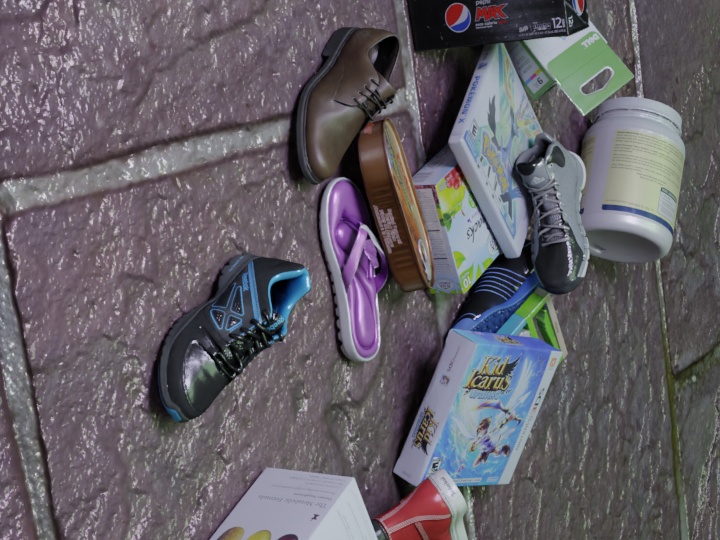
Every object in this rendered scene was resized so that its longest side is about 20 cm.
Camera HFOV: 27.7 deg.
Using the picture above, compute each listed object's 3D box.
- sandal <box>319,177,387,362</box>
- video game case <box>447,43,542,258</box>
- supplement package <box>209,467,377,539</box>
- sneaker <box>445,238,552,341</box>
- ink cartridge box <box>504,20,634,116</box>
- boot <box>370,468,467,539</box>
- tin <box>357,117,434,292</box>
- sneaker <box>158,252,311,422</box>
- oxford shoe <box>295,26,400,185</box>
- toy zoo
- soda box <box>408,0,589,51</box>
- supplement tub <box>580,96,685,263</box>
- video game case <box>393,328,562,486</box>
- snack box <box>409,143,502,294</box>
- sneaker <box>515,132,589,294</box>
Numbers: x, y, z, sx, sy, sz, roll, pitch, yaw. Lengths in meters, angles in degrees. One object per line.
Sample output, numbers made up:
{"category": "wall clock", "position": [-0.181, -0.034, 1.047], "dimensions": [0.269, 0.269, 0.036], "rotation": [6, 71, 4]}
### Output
{"category": "sandal", "position": [0.004, -0.002, 1.577], "dimensions": [0.082, 0.050, 0.204], "rotation": [-25, 110, -54]}
{"category": "video game case", "position": [0.173, -0.148, 1.761], "dimensions": [0.200, 0.022, 0.183], "rotation": [58, 41, -39]}
{"category": "supplement package", "position": [-0.081, 0.297, 1.391], "dimensions": [0.200, 0.113, 0.110], "rotation": [-51, 131, -44]}
{"category": "sneaker", "position": [0.166, 0.033, 1.807], "dimensions": [0.200, 0.078, 0.070], "rotation": [-36, 141, -26]}
{"category": "ink cartridge box", "position": [0.232, -0.281, 1.804], "dimensions": [0.104, 0.059, 0.200], "rotation": [-37, 86, -29]}
{"category": "boot", "position": [0.045, 0.303, 1.630], "dimensions": [0.144, 0.073, 0.200], "rotation": [-31, 154, -11]}
{"category": "tin", "position": [0.040, -0.070, 1.609], "dimensions": [0.112, 0.042, 0.201], "rotation": [-70, 145, -62]}
{"category": "sneaker", "position": [-0.119, 0.058, 1.366], "dimensions": [0.200, 0.082, 0.073], "rotation": [-61, 138, -34]}
{"category": "oxford shoe", "position": [-0.011, -0.178, 1.529], "dimensions": [0.073, 0.084, 0.201], "rotation": [48, 53, -46]}
{"category": "toy zoo", "position": [0.177, 0.131, 1.797], "dimensions": [0.200, 0.020, 0.131], "rotation": [-47, 141, -19]}
{"category": "soda box", "position": [0.157, -0.297, 1.673], "dimensions": [0.063, 0.199, 0.071], "rotation": [-27, 112, -55]}
{"category": "supplement tub", "position": [0.375, -0.126, 2.042], "dimensions": [0.145, 0.145, 0.201], "rotation": [36, 61, -50]}
{"category": "video game case", "position": [0.142, 0.164, 1.718], "dimensions": [0.200, 0.045, 0.182], "rotation": [8, 105, -53]}
{"category": "snack box", "position": [0.129, -0.079, 1.759], "dimensions": [0.200, 0.053, 0.143], "rotation": [-45, 127, -49]}
{"category": "sneaker", "position": [0.220, -0.077, 1.759], "dimensions": [0.115, 0.075, 0.201], "rotation": [40, 44, -47]}
